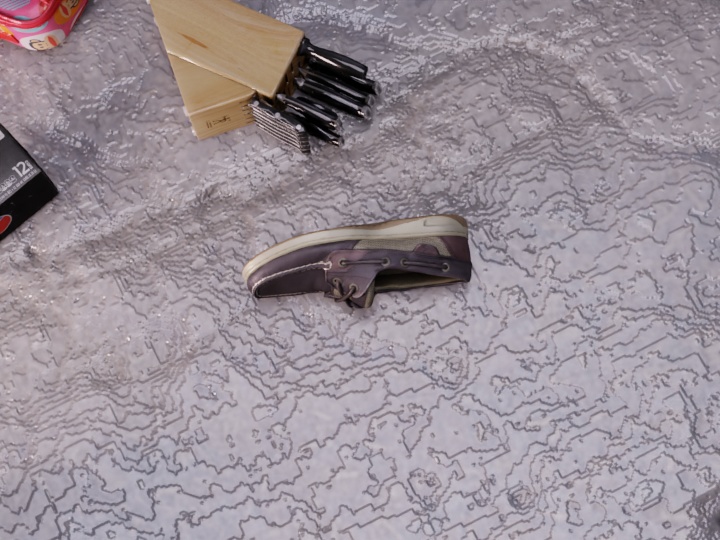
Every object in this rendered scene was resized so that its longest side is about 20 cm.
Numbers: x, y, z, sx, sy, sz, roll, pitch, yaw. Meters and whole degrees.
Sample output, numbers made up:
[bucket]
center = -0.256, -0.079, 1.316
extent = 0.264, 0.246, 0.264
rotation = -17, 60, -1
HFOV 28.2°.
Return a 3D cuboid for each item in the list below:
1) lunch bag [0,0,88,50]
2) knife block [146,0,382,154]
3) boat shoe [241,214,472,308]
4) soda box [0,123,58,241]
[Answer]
[lunch bag]
center = -0.342, -0.293, 1.322
extent = 0.200, 0.082, 0.176
rotation = 25, 81, 10
[knife block]
center = -0.084, -0.196, 1.291
extent = 0.175, 0.064, 0.200
rotation = -19, 75, -4
[boat shoe]
center = 0.000, 0.000, 1.233
extent = 0.200, 0.072, 0.065
rotation = -11, 70, -7
[soda box]
center = -0.365, -0.036, 1.253
extent = 0.200, 0.071, 0.063
rotation = -40, 78, -8
